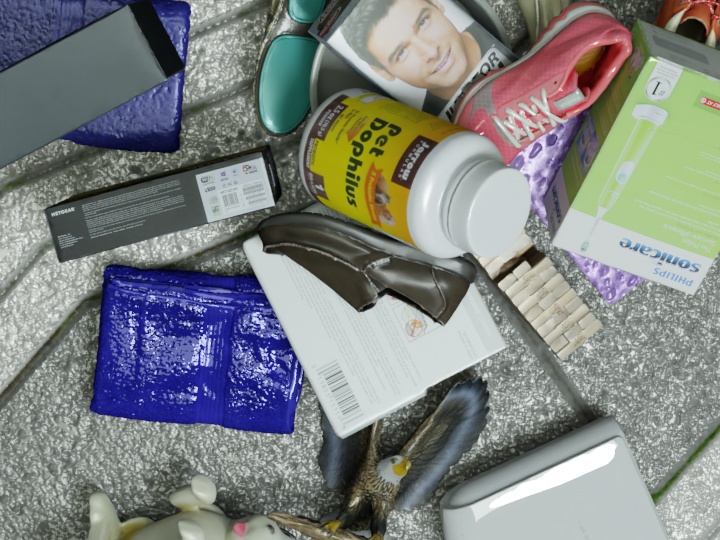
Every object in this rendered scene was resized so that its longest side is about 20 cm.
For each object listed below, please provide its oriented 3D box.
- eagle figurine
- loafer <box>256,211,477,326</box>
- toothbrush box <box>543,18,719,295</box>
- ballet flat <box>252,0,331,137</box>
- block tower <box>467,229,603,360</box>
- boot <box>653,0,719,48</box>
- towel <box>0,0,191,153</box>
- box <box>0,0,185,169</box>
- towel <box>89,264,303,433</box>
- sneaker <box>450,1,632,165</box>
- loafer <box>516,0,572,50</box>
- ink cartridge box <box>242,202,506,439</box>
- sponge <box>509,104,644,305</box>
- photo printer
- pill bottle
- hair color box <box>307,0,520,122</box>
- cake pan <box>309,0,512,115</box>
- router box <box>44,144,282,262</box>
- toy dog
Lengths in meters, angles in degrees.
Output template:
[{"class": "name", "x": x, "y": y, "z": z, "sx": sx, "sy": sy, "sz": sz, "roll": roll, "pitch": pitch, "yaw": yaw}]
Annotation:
[{"class": "eagle figurine", "x": 0.023, "y": 0.176, "z": 1.661, "sx": 0.152, "sy": 0.150, "sz": 0.201, "roll": 43, "pitch": 58, "yaw": -43}, {"class": "loafer", "x": 0.000, "y": 0.000, "z": 1.550, "sx": 0.199, "sy": 0.073, "sz": 0.072, "roll": 15, "pitch": 84, "yaw": 6}, {"class": "toothbrush box", "x": 0.271, "y": -0.099, "z": 1.564, "sx": 0.145, "sy": 0.086, "sz": 0.201, "roll": 18, "pitch": 118, "yaw": -11}, {"class": "ballet flat", "x": -0.060, "y": -0.225, "z": 1.627, "sx": 0.067, "sy": 0.075, "sz": 0.201, "roll": 8, "pitch": 102, "yaw": -17}, {"class": "block tower", "x": 0.141, "y": -0.010, "z": 1.643, "sx": 0.054, "sy": 0.058, "sz": 0.200, "roll": -40, "pitch": 105, "yaw": 1}, {"class": "boot", "x": 0.315, "y": -0.251, "z": 1.611, "sx": 0.075, "sy": 0.107, "sz": 0.201, "roll": 21, "pitch": 94, "yaw": -1}, {"class": "towel", "x": -0.260, "y": -0.191, "z": 1.646, "sx": 0.199, "sy": 0.050, "sz": 0.149, "roll": 7, "pitch": 103, "yaw": -1}, {"class": "box", "x": -0.265, "y": -0.160, "z": 1.556, "sx": 0.199, "sy": 0.141, "sz": 0.079, "roll": -27, "pitch": 102, "yaw": 5}, {"class": "towel", "x": -0.151, "y": 0.075, "z": 1.663, "sx": 0.199, "sy": 0.050, "sz": 0.149, "roll": 6, "pitch": 95, "yaw": -1}, {"class": "sneaker", "x": 0.155, "y": -0.153, "z": 1.531, "sx": 0.200, "sy": 0.087, "sz": 0.074, "roll": -45, "pitch": 117, "yaw": 1}, {"class": "loafer", "x": 0.158, "y": -0.274, "z": 1.626, "sx": 0.068, "sy": 0.076, "sz": 0.201, "roll": -1, "pitch": 87, "yaw": 1}, {"class": "ink cartridge box", "x": 0.012, "y": 0.025, "z": 1.605, "sx": 0.173, "sy": 0.044, "sz": 0.201, "roll": -27, "pitch": 82, "yaw": 0}, {"class": "sponge", "x": 0.216, "y": -0.076, "z": 1.650, "sx": 0.111, "sy": 0.030, "sz": 0.200, "roll": -39, "pitch": 106, "yaw": 5}, {"class": "photo printer", "x": 0.182, "y": 0.249, "z": 1.672, "sx": 0.199, "sy": 0.069, "sz": 0.167, "roll": -24, "pitch": 106, "yaw": 2}, {"class": "pill bottle", "x": 0.047, "y": -0.079, "z": 1.498, "sx": 0.200, "sy": 0.109, "sz": 0.110, "roll": 26, "pitch": 98, "yaw": 41}, {"class": "hair color box", "x": 0.063, "y": -0.188, "z": 1.568, "sx": 0.200, "sy": 0.061, "sz": 0.099, "roll": 37, "pitch": 93, "yaw": -25}, {"class": "cake pan", "x": 0.044, "y": -0.175, "z": 1.620, "sx": 0.199, "sy": 0.037, "sz": 0.201, "roll": -6, "pitch": 109, "yaw": -18}, {"class": "router box", "x": -0.174, "y": -0.063, "z": 1.602, "sx": 0.199, "sy": 0.157, "sz": 0.053, "roll": -15, "pitch": 96, "yaw": 1}, {"class": "toy dog", "x": -0.148, "y": 0.289, "z": 1.643, "sx": 0.199, "sy": 0.140, "sz": 0.195, "roll": -10, "pitch": 111, "yaw": 10}]
